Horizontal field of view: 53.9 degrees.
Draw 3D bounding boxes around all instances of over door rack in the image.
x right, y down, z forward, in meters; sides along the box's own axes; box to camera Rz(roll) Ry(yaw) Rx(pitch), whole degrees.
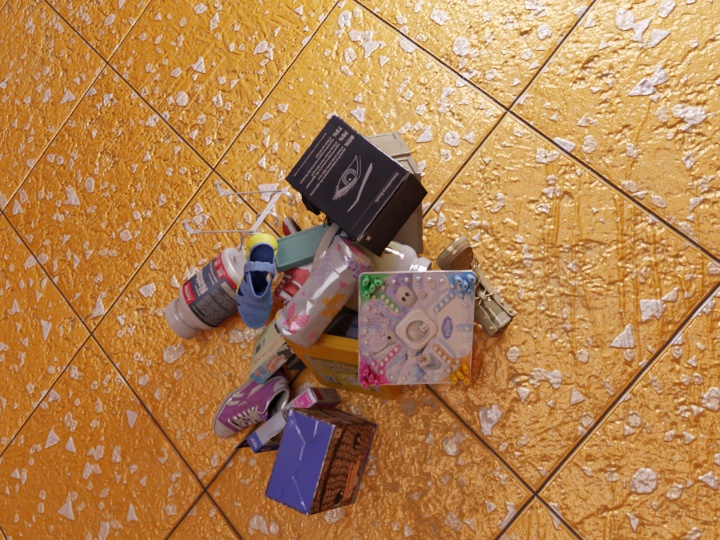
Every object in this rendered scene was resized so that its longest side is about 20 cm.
[{"bbox_3d":[-0.257,-0.116,1.518,0.197,0.067,0.149,10,48,23],"label":"over door rack"}]

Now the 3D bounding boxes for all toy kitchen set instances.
[{"bbox_3d":[0.022,-0.148,1.403,0.160,0.183,0.201,-9,34,-6],"label":"toy kitchen set"}]

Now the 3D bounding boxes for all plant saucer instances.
[{"bbox_3d":[-0.087,-0.059,1.426,0.197,0.019,0.071,-18,75,9],"label":"plant saucer"}]

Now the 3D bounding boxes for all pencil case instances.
[{"bbox_3d":[-0.064,0.036,1.213,0.201,0.083,0.091,-51,41,11],"label":"pencil case"}]

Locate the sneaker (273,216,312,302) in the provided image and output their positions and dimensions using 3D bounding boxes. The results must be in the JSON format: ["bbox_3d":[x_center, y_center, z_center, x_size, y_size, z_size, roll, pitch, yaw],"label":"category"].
[{"bbox_3d":[-0.144,-0.007,1.480,0.112,0.071,0.202,-32,70,12],"label":"sneaker"}]

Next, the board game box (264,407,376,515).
[{"bbox_3d":[-0.068,0.345,1.300,0.095,0.200,0.162,15,86,25],"label":"board game box"}]

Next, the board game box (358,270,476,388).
[{"bbox_3d":[0.095,0.102,1.192,0.196,0.026,0.204,-1,107,-4],"label":"board game box"}]

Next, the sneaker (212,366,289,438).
[{"bbox_3d":[-0.222,0.287,1.429,0.201,0.072,0.115,-47,35,10],"label":"sneaker"}]

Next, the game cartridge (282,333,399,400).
[{"bbox_3d":[-0.033,0.176,1.322,0.174,0.201,0.033,7,62,26],"label":"game cartridge"}]

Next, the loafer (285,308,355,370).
[{"bbox_3d":[-0.088,0.126,1.408,0.199,0.075,0.070,-38,58,31],"label":"loafer"}]

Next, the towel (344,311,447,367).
[{"bbox_3d":[0.076,0.113,1.310,0.197,0.147,0.024,10,123,14],"label":"towel"}]

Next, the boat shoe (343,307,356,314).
[{"bbox_3d":[0.000,0.000,1.418,0.074,0.062,0.203,17,85,28],"label":"boat shoe"}]

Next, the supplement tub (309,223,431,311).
[{"bbox_3d":[0.020,0.008,1.308,0.197,0.145,0.147,20,88,11],"label":"supplement tub"}]

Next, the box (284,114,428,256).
[{"bbox_3d":[-0.007,-0.147,1.232,0.200,0.104,0.149,42,95,26],"label":"box"}]

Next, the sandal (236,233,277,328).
[{"bbox_3d":[-0.207,0.033,1.407,0.078,0.087,0.203,2,119,-11],"label":"sandal"}]

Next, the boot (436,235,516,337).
[{"bbox_3d":[0.206,0.033,1.244,0.072,0.200,0.156,-35,67,-6],"label":"boot"}]

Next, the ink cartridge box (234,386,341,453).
[{"bbox_3d":[-0.140,0.301,1.387,0.199,0.119,0.042,-38,69,12],"label":"ink cartridge box"}]

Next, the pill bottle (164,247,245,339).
[{"bbox_3d":[-0.320,0.056,1.520,0.199,0.119,0.121,-37,67,13],"label":"pill bottle"}]

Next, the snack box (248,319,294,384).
[{"bbox_3d":[-0.145,0.124,1.405,0.200,0.037,0.117,-44,25,25],"label":"snack box"}]

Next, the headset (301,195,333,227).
[{"bbox_3d":[-0.069,-0.166,1.439,0.122,0.095,0.202,-18,45,10],"label":"headset"}]
